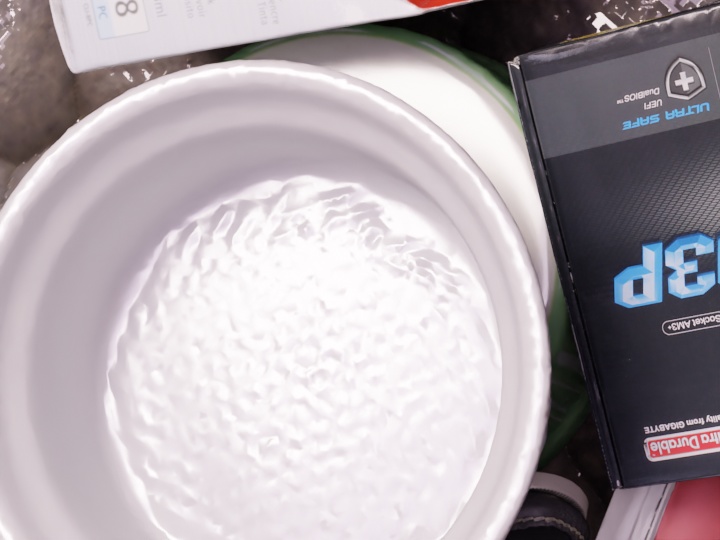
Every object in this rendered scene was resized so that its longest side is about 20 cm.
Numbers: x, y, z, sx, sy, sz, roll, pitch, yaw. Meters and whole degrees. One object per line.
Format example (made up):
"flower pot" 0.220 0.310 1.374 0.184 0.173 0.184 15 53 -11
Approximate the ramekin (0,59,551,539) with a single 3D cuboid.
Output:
"ramekin" -0.028 0.036 0.726 0.199 0.098 0.202 -1 84 12

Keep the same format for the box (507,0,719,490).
"box" 0.163 -0.020 0.715 0.199 0.046 0.160 -11 96 27

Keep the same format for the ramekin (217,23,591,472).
"ramekin" 0.000 0.000 0.824 0.198 0.098 0.202 -1 84 13

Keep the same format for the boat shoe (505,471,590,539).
"boat shoe" 0.008 0.146 0.806 0.199 0.072 0.068 -35 43 18

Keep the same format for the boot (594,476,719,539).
"boot" 0.148 0.145 0.794 0.143 0.072 0.201 21 86 12

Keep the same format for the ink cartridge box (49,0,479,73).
"ink cartridge box" 0.000 -0.122 0.803 0.199 0.160 0.048 -10 101 12
